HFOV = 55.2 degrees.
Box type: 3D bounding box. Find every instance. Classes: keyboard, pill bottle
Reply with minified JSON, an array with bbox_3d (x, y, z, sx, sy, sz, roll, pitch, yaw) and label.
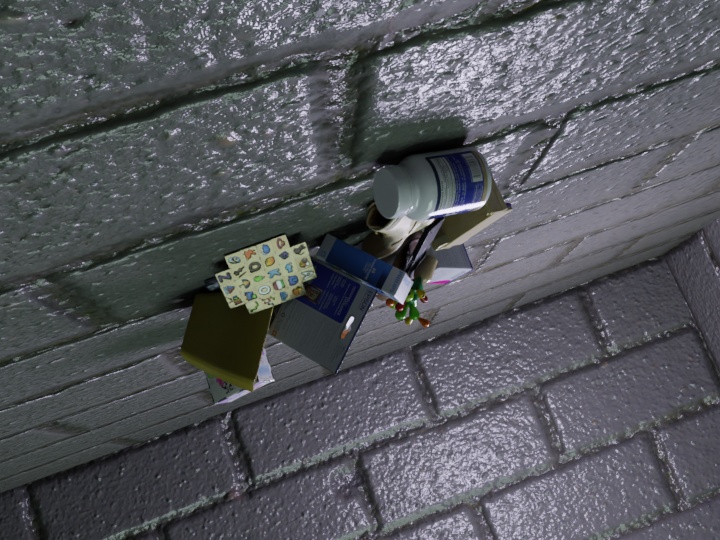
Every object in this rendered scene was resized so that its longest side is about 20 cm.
[{"bbox_3d":[0.123,-0.033,1.568,0.127,0.021,0.201,-40,161,-42],"label":"keyboard"},{"bbox_3d":[0.128,-0.155,1.255,0.197,0.121,0.120,-12,163,-28],"label":"pill bottle"}]

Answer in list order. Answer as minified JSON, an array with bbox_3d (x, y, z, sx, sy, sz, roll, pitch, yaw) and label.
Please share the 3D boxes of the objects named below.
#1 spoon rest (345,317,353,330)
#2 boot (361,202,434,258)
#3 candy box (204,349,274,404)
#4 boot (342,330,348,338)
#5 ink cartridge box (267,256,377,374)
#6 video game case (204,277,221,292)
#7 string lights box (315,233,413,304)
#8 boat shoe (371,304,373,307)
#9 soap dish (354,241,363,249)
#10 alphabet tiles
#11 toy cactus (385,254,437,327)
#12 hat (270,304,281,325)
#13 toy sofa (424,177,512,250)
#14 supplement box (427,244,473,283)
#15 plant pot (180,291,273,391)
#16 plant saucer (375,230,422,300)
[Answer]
[{"bbox_3d":[-0.100,0.099,1.654,0.100,0.198,0.061,-50,144,-30],"label":"spoon rest"},{"bbox_3d":[0.049,-0.091,1.466,0.199,0.074,0.155,-32,162,30],"label":"boot"},{"bbox_3d":[-0.336,0.229,1.821,0.166,0.202,0.071,-28,164,25],"label":"candy box"},{"bbox_3d":[-0.053,0.133,1.954,0.197,0.157,0.074,-15,164,-21],"label":"boot"},{"bbox_3d":[-0.079,0.095,1.493,0.200,0.198,0.047,-62,155,-3],"label":"ink cartridge box"},{"bbox_3d":[-0.238,0.013,1.553,0.197,0.019,0.143,-20,165,-1],"label":"video game case"},{"bbox_3d":[0.011,-0.003,1.496,0.060,0.198,0.103,-61,161,-5],"label":"string lights box"},{"bbox_3d":[-0.001,0.074,1.850,0.070,0.073,0.200,-27,-158,2],"label":"boat shoe"},{"bbox_3d":[0.000,0.000,1.704,0.199,0.082,0.157,-30,163,26],"label":"soap dish"},{"bbox_3d":[-0.196,0.010,1.440,0.197,0.006,0.168,-20,130,-3],"label":"alphabet tiles"},{"bbox_3d":[0.135,0.046,1.610,0.167,0.101,0.200,-61,159,-2],"label":"toy cactus"},{"bbox_3d":[-0.192,0.111,1.764,0.199,0.081,0.201,-27,154,-14],"label":"hat"},{"bbox_3d":[0.243,-0.128,1.578,0.097,0.084,0.199,-14,165,-43],"label":"toy sofa"},{"bbox_3d":[0.200,-0.028,1.835,0.101,0.105,0.199,-28,165,31],"label":"supplement box"},{"bbox_3d":[-0.303,0.149,1.567,0.174,0.203,0.200,15,164,-6],"label":"plant pot"},{"bbox_3d":[0.103,-0.012,1.661,0.200,0.032,0.202,-38,144,-35],"label":"plant saucer"}]
